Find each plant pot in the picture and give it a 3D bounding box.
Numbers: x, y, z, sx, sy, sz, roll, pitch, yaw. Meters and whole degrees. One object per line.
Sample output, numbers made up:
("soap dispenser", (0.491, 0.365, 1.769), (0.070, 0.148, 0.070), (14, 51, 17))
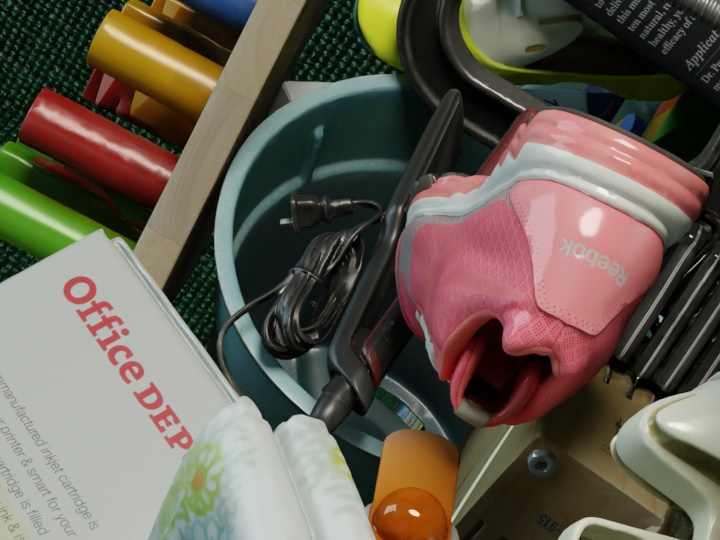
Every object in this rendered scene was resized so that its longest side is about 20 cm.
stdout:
("plant pot", (0.011, 0.050, 0.902), (0.200, 0.200, 0.196), (-58, -4, -37))

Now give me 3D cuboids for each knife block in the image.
("knife block", (0.084, 0.059, 0.753), (0.200, 0.064, 0.176), (-53, 4, 35))

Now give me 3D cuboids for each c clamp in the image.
("c clamp", (0.116, -0.098, 0.815), (0.027, 0.200, 0.171), (-51, -16, -53))

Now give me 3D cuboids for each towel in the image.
("towel", (-0.031, 0.162, 0.583), (0.171, 0.048, 0.200), (-65, 34, 38))

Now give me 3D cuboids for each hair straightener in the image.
("hair straightener", (0.000, 0.000, 0.795), (0.200, 0.077, 0.041), (-58, -25, -32))

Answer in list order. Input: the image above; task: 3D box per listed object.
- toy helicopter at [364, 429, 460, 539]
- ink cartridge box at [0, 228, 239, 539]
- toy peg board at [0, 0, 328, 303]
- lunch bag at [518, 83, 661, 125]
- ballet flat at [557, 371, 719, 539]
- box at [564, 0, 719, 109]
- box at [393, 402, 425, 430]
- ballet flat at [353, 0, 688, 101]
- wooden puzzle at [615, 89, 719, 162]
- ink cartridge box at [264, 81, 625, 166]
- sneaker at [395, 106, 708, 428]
("toy helicopter", (0.023, 0.129, 0.616), (0.200, 0.079, 0.133), (-154, 66, -67))
("ink cartridge box", (-0.136, 0.099, 0.722), (0.200, 0.145, 0.083), (-30, -33, -14))
("toy peg board", (-0.092, -0.082, 0.901), (0.199, 0.098, 0.200), (-63, 2, 13))
("lunch bag", (0.086, -0.042, 1.169), (0.200, 0.077, 0.160), (-39, -10, -30))
("ballet flat", (0.090, 0.073, 0.535), (0.200, 0.065, 0.071), (-58, 6, -35))
("box", (0.166, -0.190, 0.883), (0.124, 0.196, 0.200), (-51, 5, 42))
("box", (0.005, 0.146, 1.144), (0.200, 0.038, 0.137), (-55, 4, 2))
("ballet flat", (0.093, -0.115, 0.909), (0.067, 0.200, 0.067), (-8, 80, 54))
("wooden puzzle", (0.134, -0.028, 1.005), (0.185, 0.046, 0.200), (-57, 4, -24))
("ink cartridge box", (0.038, -0.044, 0.977), (0.039, 0.200, 0.100), (65, 144, 34))
("sneaker", (0.042, 0.012, 0.664), (0.087, 0.074, 0.200), (-64, 5, -17))
